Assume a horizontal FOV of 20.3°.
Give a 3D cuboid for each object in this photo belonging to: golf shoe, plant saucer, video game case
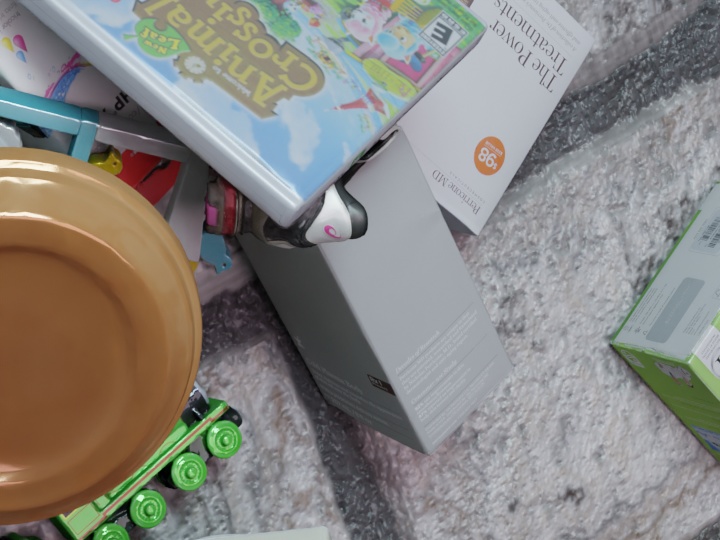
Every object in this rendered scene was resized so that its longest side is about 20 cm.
[{"bbox_3d":[-0.023,-0.087,1.071,0.091,0.073,0.201,11,49,1],"label":"golf shoe"},{"bbox_3d":[-0.173,0.040,0.976,0.199,0.037,0.201,-6,114,-13],"label":"plant saucer"},{"bbox_3d":[-0.058,-0.139,1.024,0.200,0.022,0.182,40,52,6],"label":"video game case"}]

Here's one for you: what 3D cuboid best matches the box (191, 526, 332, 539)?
[{"bbox_3d":[-0.069,0.257,1.100,0.127,0.201,0.109,-7,142,8],"label":"box"}]

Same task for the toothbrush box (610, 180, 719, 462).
[{"bbox_3d":[0.290,0.058,1.393,0.200,0.086,0.146,43,74,-29],"label":"toothbrush box"}]

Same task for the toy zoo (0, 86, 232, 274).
[{"bbox_3d":[-0.163,-0.025,1.065,0.199,0.020,0.132,14,114,-17],"label":"toy zoo"}]

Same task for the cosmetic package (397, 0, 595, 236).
[{"bbox_3d":[0.033,-0.139,1.217,0.200,0.052,0.151,38,80,-31],"label":"cosmetic package"}]

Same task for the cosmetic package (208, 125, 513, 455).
[{"bbox_3d":[0.000,0.000,1.164,0.090,0.107,0.200,-45,129,-18],"label":"cosmetic package"}]

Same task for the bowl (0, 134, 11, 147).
[{"bbox_3d":[-0.232,0.040,1.022,0.199,0.075,0.200,-30,117,0],"label":"bowl"}]

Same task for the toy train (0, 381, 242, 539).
[{"bbox_3d":[-0.150,0.136,1.151,0.200,0.042,0.057,-43,107,-20],"label":"toy train"}]

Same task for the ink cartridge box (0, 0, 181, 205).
[{"bbox_3d":[-0.144,-0.118,1.095,0.116,0.067,0.200,-47,120,-17],"label":"ink cartridge box"}]
